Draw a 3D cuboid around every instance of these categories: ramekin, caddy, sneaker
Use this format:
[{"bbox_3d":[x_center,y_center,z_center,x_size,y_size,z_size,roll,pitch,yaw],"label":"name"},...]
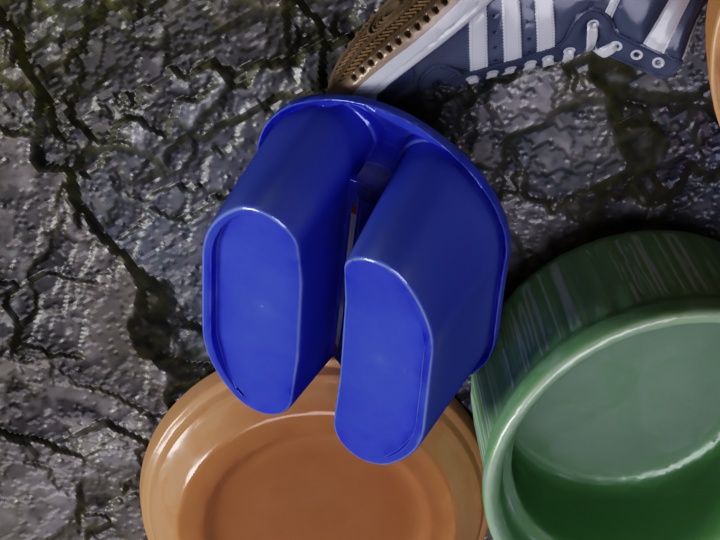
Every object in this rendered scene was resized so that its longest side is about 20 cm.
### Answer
[{"bbox_3d":[0.152,0.076,1.325,0.199,0.098,0.201,-6,125,-8],"label":"ramekin"},{"bbox_3d":[0.000,0.000,1.268,0.141,0.105,0.201,24,143,15],"label":"caddy"},{"bbox_3d":[0.085,-0.117,1.236,0.200,0.070,0.108,-39,113,17],"label":"sneaker"}]

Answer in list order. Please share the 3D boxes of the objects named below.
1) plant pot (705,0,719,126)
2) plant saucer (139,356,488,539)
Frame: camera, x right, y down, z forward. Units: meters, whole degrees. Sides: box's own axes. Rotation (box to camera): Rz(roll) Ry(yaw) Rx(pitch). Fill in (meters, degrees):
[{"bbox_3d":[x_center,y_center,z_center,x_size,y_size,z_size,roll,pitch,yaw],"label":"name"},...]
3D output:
[{"bbox_3d":[0.255,-0.132,1.189,0.199,0.140,0.201,0,121,-1],"label":"plant pot"},{"bbox_3d":[-0.024,0.133,1.407,0.199,0.038,0.201,0,122,-1],"label":"plant saucer"}]
